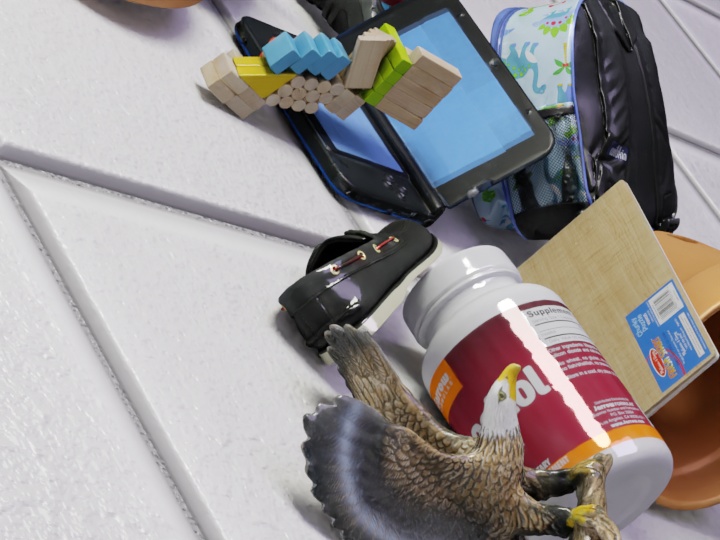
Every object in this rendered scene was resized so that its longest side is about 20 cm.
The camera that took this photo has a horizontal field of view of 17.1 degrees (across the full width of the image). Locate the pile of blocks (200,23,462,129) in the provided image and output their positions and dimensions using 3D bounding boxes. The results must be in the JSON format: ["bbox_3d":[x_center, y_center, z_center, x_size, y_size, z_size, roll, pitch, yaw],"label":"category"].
[{"bbox_3d":[-0.026,-0.160,1.795,0.200,0.082,0.062,1,41,-25],"label":"pile of blocks"}]

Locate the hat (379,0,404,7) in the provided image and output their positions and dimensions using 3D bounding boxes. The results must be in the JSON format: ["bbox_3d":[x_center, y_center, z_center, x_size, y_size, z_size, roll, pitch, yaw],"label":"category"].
[{"bbox_3d":[-0.093,-0.268,1.961,0.200,0.166,0.176,41,-13,26],"label":"hat"}]

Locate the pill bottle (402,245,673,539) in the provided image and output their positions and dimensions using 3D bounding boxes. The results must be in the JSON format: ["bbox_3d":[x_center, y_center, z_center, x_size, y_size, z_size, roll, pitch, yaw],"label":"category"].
[{"bbox_3d":[0.113,0.084,1.615,0.113,0.113,0.200,14,36,-53],"label":"pill bottle"}]

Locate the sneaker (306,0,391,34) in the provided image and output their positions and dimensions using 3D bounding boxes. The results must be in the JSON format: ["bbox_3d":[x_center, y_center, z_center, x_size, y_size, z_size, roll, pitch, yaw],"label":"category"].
[{"bbox_3d":[-0.016,-0.238,2.056,0.073,0.082,0.200,47,29,-59],"label":"sneaker"}]

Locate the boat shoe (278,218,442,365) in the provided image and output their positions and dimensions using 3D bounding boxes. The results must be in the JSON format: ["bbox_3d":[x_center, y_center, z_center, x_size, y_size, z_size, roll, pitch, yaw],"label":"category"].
[{"bbox_3d":[0.002,-0.002,1.624,0.063,0.074,0.201,51,25,-4],"label":"boat shoe"}]

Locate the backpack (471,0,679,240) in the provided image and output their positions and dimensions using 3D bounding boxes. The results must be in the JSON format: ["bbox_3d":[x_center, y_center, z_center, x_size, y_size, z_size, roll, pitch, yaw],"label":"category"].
[{"bbox_3d":[0.166,-0.124,1.988,0.183,0.147,0.200,1,83,-62],"label":"backpack"}]

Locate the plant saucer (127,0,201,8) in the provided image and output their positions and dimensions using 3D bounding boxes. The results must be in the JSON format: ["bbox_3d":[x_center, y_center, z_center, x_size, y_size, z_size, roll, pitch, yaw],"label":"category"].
[{"bbox_3d":[-0.195,-0.264,1.788,0.200,0.032,0.200,29,29,-18],"label":"plant saucer"}]

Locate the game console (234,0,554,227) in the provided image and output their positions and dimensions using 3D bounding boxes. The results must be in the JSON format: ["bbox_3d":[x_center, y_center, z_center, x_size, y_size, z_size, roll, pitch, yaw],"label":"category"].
[{"bbox_3d":[0.026,-0.145,1.877,0.171,0.118,0.200,17,33,-51],"label":"game console"}]

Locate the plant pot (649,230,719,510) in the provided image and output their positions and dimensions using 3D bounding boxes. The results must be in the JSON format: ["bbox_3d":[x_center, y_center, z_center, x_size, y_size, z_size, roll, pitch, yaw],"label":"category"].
[{"bbox_3d":[0.241,0.061,1.811,0.200,0.200,0.140,21,14,-45],"label":"plant pot"}]

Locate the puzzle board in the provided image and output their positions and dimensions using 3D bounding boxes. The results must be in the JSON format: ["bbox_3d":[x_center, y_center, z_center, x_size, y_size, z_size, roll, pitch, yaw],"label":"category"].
[{"bbox_3d":[0.171,0.045,1.738,0.017,0.151,0.200,35,22,-38],"label":"puzzle board"}]

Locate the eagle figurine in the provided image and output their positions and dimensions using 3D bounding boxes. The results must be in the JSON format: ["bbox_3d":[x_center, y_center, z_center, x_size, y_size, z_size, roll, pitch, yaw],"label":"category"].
[{"bbox_3d":[0.058,0.121,1.470,0.200,0.151,0.152,12,-19,-2],"label":"eagle figurine"}]
